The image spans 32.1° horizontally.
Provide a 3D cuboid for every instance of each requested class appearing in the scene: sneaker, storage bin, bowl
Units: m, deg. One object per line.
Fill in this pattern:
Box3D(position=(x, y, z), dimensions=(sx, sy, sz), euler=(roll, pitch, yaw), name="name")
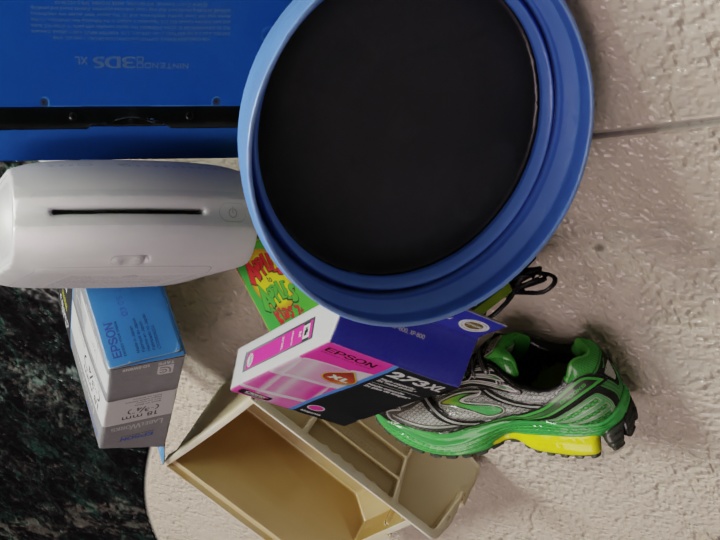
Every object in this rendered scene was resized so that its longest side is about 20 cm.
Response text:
Box3D(position=(-0.010, -0.103, 0.699), dimensions=(0.095, 0.078, 0.203), euler=(36, 130, 54), name="sneaker")
Box3D(position=(-0.034, 0.161, 1.052), dimensions=(0.198, 0.094, 0.200), euler=(39, 144, -9), name="storage bin")
Box3D(position=(0.092, 0.077, 0.882), dimensions=(0.197, 0.078, 0.086), euler=(-6, 125, 30), name="sneaker")
Box3D(position=(0.028, -0.072, 0.651), dimensions=(0.202, 0.200, 0.039), euler=(57, 172, -32), name="bowl")

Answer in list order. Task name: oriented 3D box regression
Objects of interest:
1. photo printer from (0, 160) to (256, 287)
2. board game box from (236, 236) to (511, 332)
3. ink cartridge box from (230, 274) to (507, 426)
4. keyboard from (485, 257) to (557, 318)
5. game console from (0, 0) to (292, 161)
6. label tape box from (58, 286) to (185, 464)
Box3D(position=(-0.164, -0.028, 0.828), dimensions=(0.164, 0.071, 0.200), euler=(-1, 176, -21), name="photo printer")
Box3D(position=(0.000, 0.000, 0.837), dimensions=(0.199, 0.047, 0.103), euler=(-21, 99, 51), name="board game box")
Box3D(position=(-0.001, 0.056, 0.794), dimensions=(0.094, 0.038, 0.199), euler=(21, 153, -23), name="ink cartridge box")
Box3D(position=(0.067, -0.013, 0.826), dimensions=(0.105, 0.039, 0.200), euler=(54, 143, 3), name="keyboard")
Box3D(position=(-0.142, -0.131, 0.747), dimensions=(0.197, 0.119, 0.173), euler=(-3, 114, -16), name="game console")
Box3D(position=(-0.200, 0.062, 1.018), dimensions=(0.201, 0.062, 0.146), euler=(112, 141, -54), name="label tape box")
